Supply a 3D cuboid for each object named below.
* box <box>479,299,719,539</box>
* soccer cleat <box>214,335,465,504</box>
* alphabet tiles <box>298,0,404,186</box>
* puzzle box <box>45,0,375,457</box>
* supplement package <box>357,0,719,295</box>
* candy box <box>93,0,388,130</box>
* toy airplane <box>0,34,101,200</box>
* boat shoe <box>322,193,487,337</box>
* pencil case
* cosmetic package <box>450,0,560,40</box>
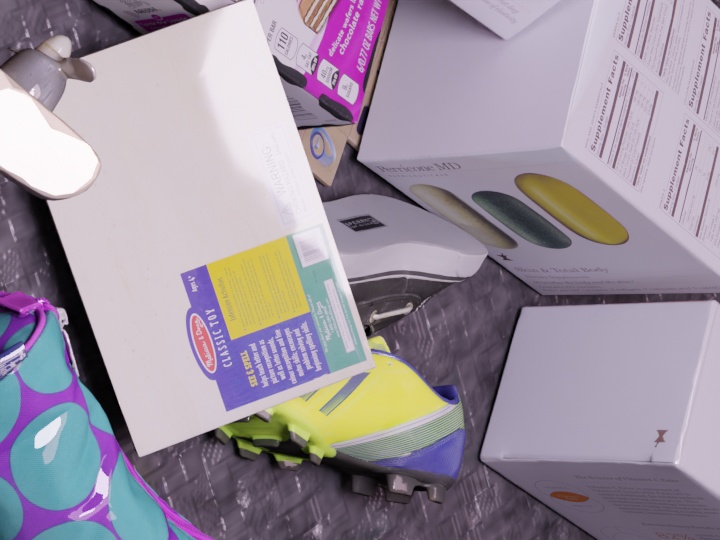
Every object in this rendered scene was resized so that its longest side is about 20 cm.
[{"bbox_3d":[0.200,0.109,1.474,0.200,0.152,0.107,36,63,-41],"label":"box"},{"bbox_3d":[-0.016,0.070,1.301,0.200,0.064,0.084,25,68,-44],"label":"soccer cleat"},{"bbox_3d":[-0.034,-0.152,1.339,0.200,0.006,0.167,38,61,-40],"label":"alphabet tiles"},{"bbox_3d":[-0.085,-0.021,1.192,0.132,0.025,0.201,-20,99,-9],"label":"puzzle box"},{"bbox_3d":[0.128,-0.093,1.403,0.200,0.151,0.152,34,64,-44],"label":"supplement package"},{"bbox_3d":[-0.067,-0.179,1.253,0.200,0.061,0.137,32,65,-42],"label":"candy box"},{"bbox_3d":[-0.219,-0.122,1.054,0.197,0.141,0.202,-8,105,-10],"label":"toy airplane"},{"bbox_3d":[0.000,0.000,1.331,0.199,0.071,0.064,-3,122,-56],"label":"boat shoe"},{"bbox_3d":[-0.139,0.105,1.146,0.092,0.085,0.201,-37,119,-11],"label":"pencil case"},{"bbox_3d":[0.056,-0.242,1.324,0.113,0.081,0.201,31,36,-42],"label":"cosmetic package"}]
